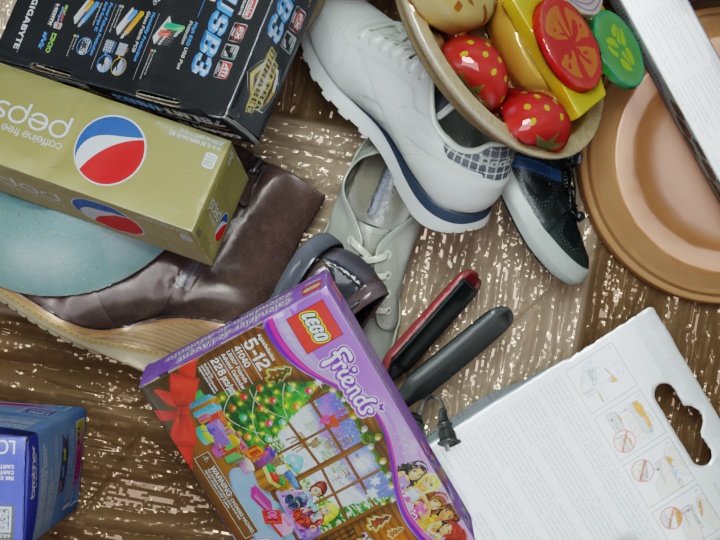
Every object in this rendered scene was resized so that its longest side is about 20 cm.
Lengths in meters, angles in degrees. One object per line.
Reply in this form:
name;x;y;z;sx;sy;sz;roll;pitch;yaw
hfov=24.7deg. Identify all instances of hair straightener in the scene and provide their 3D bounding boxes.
hair straightener;0.028;0.094;1.084;0.200;0.041;0.077;-44;63;-2

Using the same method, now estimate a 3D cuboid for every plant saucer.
plant saucer;-0.199;-0.085;1.084;0.199;0.039;0.203;-2;71;5
plant saucer;0.245;-0.077;1.101;0.198;0.037;0.202;0;92;3

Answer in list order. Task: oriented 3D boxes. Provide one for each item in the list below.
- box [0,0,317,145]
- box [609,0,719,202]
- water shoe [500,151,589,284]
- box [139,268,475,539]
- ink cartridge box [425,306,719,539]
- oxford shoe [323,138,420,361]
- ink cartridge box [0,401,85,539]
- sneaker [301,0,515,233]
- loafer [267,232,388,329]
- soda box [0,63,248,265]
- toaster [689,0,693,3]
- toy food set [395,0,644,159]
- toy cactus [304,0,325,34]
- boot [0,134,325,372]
box;-0.112;-0.195;1.021;0.197;0.050;0.202;16;82;30
box;0.215;-0.122;1.062;0.041;0.039;0.201;-30;91;2
water shoe;0.119;-0.090;1.084;0.078;0.071;0.201;-25;91;12
box;-0.032;0.117;1.048;0.136;0.039;0.201;-28;107;8
ink cartridge box;0.149;0.142;1.115;0.199;0.050;0.163;-32;91;-1
oxford shoe;0.000;0.000;1.105;0.074;0.058;0.202;16;96;-3
ink cartridge box;-0.262;0.129;1.050;0.135;0.200;0.077;3;93;2
sneaker;0.033;-0.121;1.056;0.076;0.081;0.200;-23;63;-31
loafer;-0.046;0.074;1.080;0.063;0.072;0.201;33;112;19
soda box;-0.175;-0.072;1.021;0.198;0.068;0.065;19;75;12
toaster;0.216;-0.281;1.024;0.118;0.181;0.201;-30;91;-2
toy food set;0.091;-0.164;1.000;0.048;0.198;0.201;-27;98;38
toy cactus;-0.031;-0.209;1.057;0.198;0.103;0.166;13;55;10
boot;-0.140;-0.018;1.113;0.198;0.072;0.168;24;86;-1
